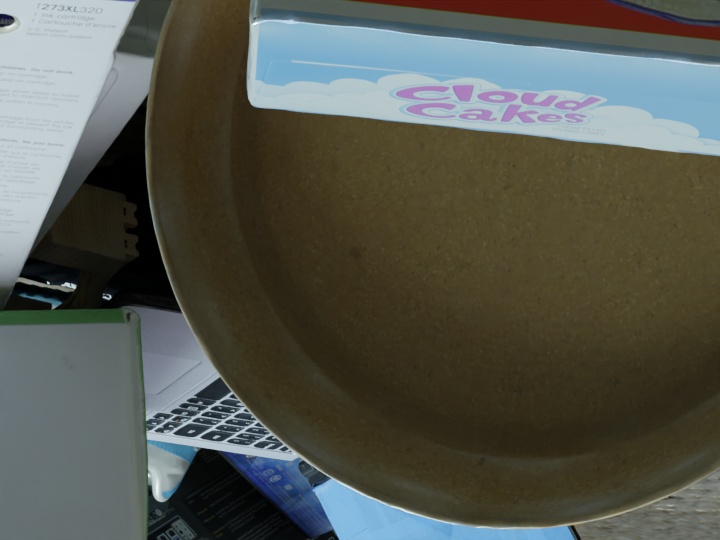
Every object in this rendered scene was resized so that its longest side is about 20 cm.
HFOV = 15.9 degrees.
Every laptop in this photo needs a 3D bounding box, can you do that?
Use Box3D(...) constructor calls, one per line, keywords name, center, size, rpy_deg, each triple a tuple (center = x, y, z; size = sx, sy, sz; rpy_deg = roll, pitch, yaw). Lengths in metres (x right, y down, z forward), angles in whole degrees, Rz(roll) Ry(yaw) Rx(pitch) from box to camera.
Box3D(name="laptop", center=(-0.019, 0.096, 0.914), size=(0.200, 0.116, 0.187), rpy_deg=(10, 162, -19))

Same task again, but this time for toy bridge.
Box3D(name="toy bridge", center=(-0.140, 0.021, 0.940), size=(0.067, 0.027, 0.200), rpy_deg=(14, 149, -37))

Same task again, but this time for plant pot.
Box3D(name="plant pot", center=(0.041, -0.034, 0.666), size=(0.200, 0.201, 0.027), rpy_deg=(1, 178, 20))

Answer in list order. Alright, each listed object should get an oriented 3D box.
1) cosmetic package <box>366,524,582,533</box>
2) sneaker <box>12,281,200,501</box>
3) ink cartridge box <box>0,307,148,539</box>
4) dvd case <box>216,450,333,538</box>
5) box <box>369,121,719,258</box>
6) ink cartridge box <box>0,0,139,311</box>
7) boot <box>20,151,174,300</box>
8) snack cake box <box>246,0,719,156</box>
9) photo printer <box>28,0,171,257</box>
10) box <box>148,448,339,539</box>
Box3D(name="cosmetic package", center=(0.097, 0.040, 1.021), size=(0.200, 0.071, 0.105), rpy_deg=(-32, 150, 24))
Box3D(name="sneaker", center=(-0.147, 0.044, 1.049), size=(0.200, 0.081, 0.076), rpy_deg=(13, -177, -30))
Box3D(name="ink cartridge box", center=(-0.155, 0.075, 0.838), size=(0.146, 0.085, 0.200), rpy_deg=(-1, 165, -13))
Box3D(name="dvd case", center=(0.040, 0.047, 1.098), size=(0.200, 0.018, 0.143), rpy_deg=(-24, 148, 9))
Box3D(name="box", center=(0.130, -0.037, 0.760), size=(0.200, 0.122, 0.193), rpy_deg=(1, 166, 18))
Box3D(name="ink cartridge box", center=(-0.126, -0.040, 0.694), size=(0.094, 0.037, 0.200), rpy_deg=(3, 157, -18))
Box3D(name="boot", center=(-0.086, -0.024, 0.982), size=(0.168, 0.077, 0.200), rpy_deg=(9, 173, 0))
Box3D(name="snack cake box", center=(0.078, -0.088, 0.590), size=(0.200, 0.115, 0.067), rpy_deg=(6, 166, -2))
Box3D(name="photo printer", center=(-0.172, -0.043, 0.803), size=(0.166, 0.070, 0.200), rpy_deg=(14, 135, -29))
Box3D(name="box", center=(-0.089, 0.100, 1.177), size=(0.051, 0.158, 0.200), rpy_deg=(-46, 171, 31))
